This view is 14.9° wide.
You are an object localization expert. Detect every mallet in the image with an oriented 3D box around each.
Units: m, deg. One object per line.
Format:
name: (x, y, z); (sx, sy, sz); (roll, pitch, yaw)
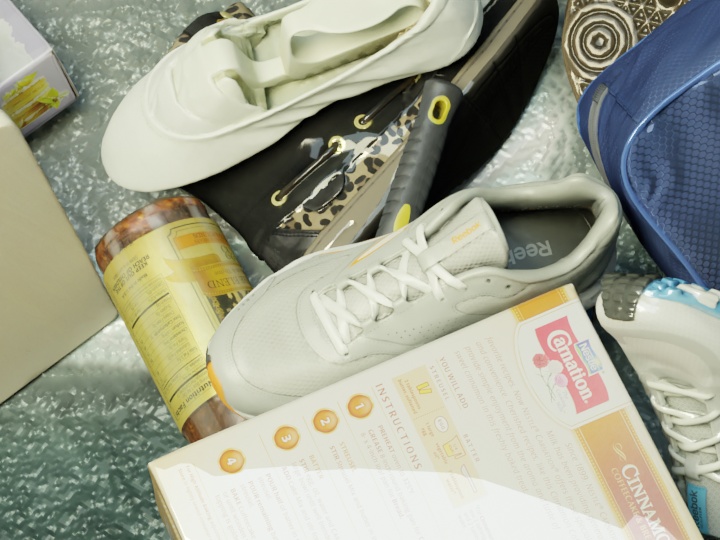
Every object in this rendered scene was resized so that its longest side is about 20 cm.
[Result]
mallet: (0.000, 0.000, 1.265); (0.066, 0.041, 0.201); (15, 72, -10)

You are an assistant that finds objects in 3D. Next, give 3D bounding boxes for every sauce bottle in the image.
sauce bottle: (-0.058, 0.060, 1.295); (0.066, 0.066, 0.200); (-28, 71, -5)

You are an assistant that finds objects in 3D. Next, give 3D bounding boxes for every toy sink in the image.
toy sink: (-0.217, -0.021, 1.291); (0.130, 0.200, 0.112); (-37, 63, -8)

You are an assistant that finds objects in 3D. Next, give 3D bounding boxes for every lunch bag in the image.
lunch bag: (0.204, -0.077, 1.252); (0.200, 0.132, 0.136); (-36, 107, 2)

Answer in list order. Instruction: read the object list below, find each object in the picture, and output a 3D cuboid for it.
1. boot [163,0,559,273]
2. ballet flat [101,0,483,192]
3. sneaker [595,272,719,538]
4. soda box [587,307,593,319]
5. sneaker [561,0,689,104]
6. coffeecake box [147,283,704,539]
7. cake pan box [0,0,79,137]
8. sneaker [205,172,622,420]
boot: (-0.010, -0.089, 1.363); (0.150, 0.073, 0.200); (33, 79, 24)
ballet flat: (-0.040, -0.100, 1.299); (0.199, 0.069, 0.070); (-22, 61, 7)
sneaker: (0.158, 0.068, 1.184); (0.075, 0.200, 0.087); (15, 75, 44)
soda box: (0.059, 0.077, 1.264); (0.068, 0.064, 0.201); (6, 64, 13)
sneaker: (0.135, -0.152, 1.371); (0.070, 0.076, 0.201); (-9, 84, 14)
coffeecake box: (0.032, 0.119, 1.164); (0.199, 0.073, 0.154); (-23, 69, -9)
cake pan box: (-0.272, -0.106, 1.424); (0.184, 0.052, 0.200); (-34, 56, -10)
sneaker: (0.025, 0.002, 1.200); (0.199, 0.092, 0.076); (-23, 74, -14)
